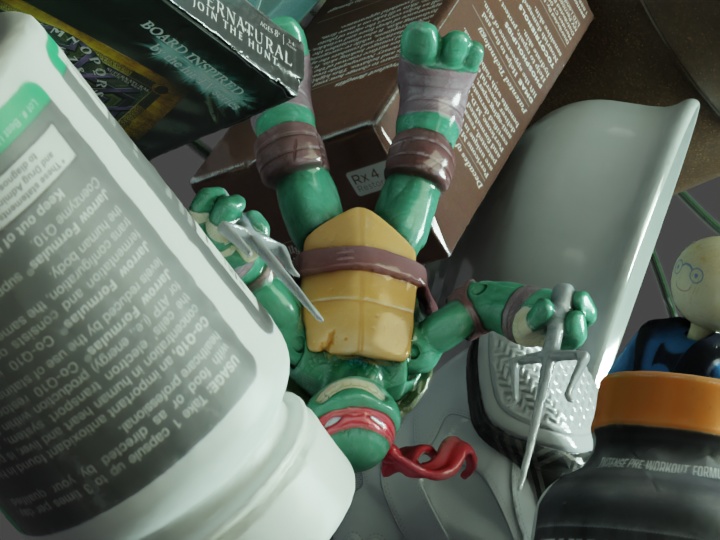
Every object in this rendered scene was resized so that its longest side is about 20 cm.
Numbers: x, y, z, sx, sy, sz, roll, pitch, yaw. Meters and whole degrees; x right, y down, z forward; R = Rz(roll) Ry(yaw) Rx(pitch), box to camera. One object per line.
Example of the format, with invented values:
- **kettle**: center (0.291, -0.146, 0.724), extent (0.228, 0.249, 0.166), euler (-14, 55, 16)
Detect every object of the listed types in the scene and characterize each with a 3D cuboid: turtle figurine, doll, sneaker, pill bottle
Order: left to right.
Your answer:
- **pill bottle**: center (-0.096, 0.023, 0.924), extent (0.200, 0.113, 0.113), euler (53, 28, -18)
- **turtle figurine**: center (0.000, 0.000, 1.010), extent (0.149, 0.101, 0.201), euler (12, 52, -20)
- **sneaker**: center (0.060, 0.125, 1.105), extent (0.075, 0.115, 0.201), euler (14, 52, -57)
- **pill bottle**: center (0.106, 0.139, 0.982), extent (0.106, 0.106, 0.201), euler (24, 71, -52)
- **doll**: center (0.127, 0.083, 1.152), extent (0.048, 0.201, 0.136), euler (16, 5, -26)

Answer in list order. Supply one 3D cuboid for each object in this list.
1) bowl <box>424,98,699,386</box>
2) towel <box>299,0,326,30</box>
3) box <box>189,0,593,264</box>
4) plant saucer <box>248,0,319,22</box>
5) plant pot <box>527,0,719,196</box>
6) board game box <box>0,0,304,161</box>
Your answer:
- **bowl**: center (0.078, 0.005, 1.231), extent (0.090, 0.202, 0.201), euler (19, 29, 7)
- **towel**: center (-0.042, -0.140, 1.270), extent (0.149, 0.031, 0.201), euler (37, 36, -40)
- **box**: center (0.019, -0.076, 1.195), extent (0.075, 0.100, 0.200), euler (60, 38, -20)
- **plant saucer**: center (-0.024, -0.143, 1.223), extent (0.019, 0.070, 0.200), euler (23, 30, 6)
- **plant pot**: center (0.125, -0.114, 1.356), extent (0.200, 0.198, 0.201), euler (43, 31, -34)
- **board game box**: center (-0.131, -0.093, 0.942), extent (0.200, 0.135, 0.028), euler (35, 45, -44)
